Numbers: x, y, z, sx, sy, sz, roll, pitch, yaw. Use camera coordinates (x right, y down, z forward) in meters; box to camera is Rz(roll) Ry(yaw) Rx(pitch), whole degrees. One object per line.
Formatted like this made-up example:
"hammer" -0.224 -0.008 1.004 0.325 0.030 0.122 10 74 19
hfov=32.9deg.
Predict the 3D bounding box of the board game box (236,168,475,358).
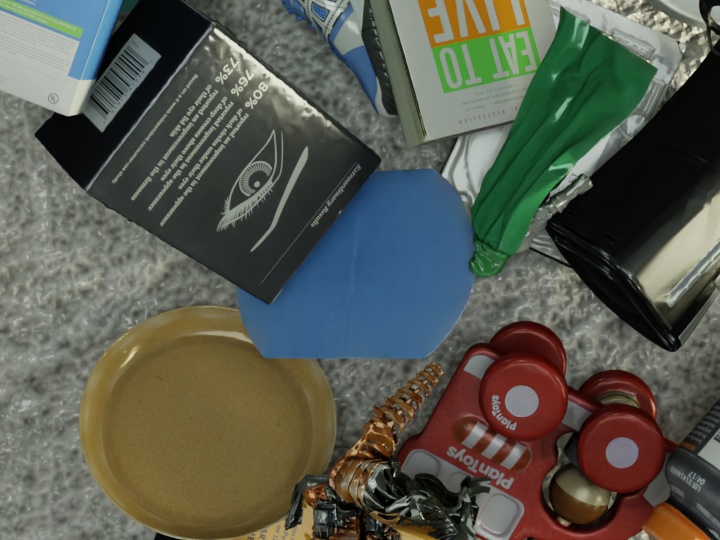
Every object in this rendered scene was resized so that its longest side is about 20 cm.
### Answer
"board game box" 0.000 0.000 0.976 0.200 0.039 0.158 -1 69 19

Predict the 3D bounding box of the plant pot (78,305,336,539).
"plant pot" -0.119 0.120 0.959 0.200 0.027 0.200 4 59 -7

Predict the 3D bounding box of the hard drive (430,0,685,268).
"hard drive" 0.157 -0.117 0.982 0.140 0.038 0.200 25 92 0

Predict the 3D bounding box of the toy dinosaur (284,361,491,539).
"toy dinosaur" 0.019 0.170 0.897 0.136 0.102 0.200 22 116 7

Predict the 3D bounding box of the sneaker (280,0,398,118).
"sneaker" -0.014 -0.213 0.975 0.077 0.076 0.200 -21 94 28

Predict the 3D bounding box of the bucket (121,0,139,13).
"bucket" -0.179 -0.292 0.910 0.135 0.207 0.207 -11 92 -2

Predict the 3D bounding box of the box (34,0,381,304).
"box" -0.108 -0.090 0.905 0.148 0.104 0.200 -51 134 2

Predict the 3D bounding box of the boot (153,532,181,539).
"boot" -0.164 0.300 0.938 0.073 0.162 0.198 8 92 13

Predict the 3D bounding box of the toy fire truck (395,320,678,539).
"toy fire truck" 0.142 0.148 0.960 0.200 0.112 0.168 29 106 1

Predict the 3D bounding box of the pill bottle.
"pill bottle" 0.291 0.133 0.870 0.106 0.106 0.200 42 87 0

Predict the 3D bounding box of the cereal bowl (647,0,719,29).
"cereal bowl" 0.285 -0.282 0.949 0.200 0.083 0.200 0 91 1

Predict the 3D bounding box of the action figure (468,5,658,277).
"action figure" 0.133 -0.080 0.888 0.055 0.118 0.200 18 112 -33

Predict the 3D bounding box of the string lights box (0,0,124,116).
"string lights box" -0.199 -0.213 0.794 0.103 0.059 0.200 22 99 -5

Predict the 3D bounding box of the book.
"book" 0.077 -0.206 0.931 0.134 0.048 0.200 -16 92 -17

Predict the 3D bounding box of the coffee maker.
"coffee maker" 0.239 -0.068 0.910 0.200 0.135 0.192 -44 104 -4

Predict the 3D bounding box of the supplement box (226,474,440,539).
"supplement box" -0.014 0.216 0.983 0.200 0.069 0.067 16 93 -1
